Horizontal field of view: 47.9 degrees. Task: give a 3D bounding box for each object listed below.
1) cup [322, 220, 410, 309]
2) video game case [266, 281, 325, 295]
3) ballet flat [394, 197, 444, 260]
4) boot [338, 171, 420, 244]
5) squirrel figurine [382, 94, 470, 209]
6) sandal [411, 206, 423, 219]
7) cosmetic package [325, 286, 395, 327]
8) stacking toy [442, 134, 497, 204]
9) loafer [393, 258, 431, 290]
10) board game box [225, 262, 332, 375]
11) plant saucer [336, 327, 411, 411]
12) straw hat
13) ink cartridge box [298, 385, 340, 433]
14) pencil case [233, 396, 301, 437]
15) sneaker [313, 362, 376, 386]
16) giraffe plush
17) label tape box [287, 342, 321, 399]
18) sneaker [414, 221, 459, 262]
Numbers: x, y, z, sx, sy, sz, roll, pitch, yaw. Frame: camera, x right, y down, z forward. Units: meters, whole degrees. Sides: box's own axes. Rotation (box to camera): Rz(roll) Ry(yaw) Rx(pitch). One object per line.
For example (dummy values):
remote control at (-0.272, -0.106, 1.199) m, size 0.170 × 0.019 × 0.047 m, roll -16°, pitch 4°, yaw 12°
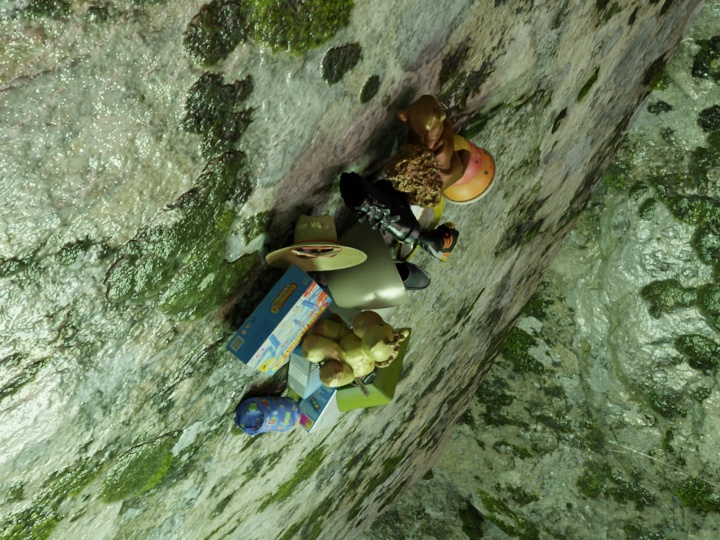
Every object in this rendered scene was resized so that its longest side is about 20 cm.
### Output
cup at (0.000, 0.000, 1.664) m, size 0.142 × 0.202 × 0.201 m, roll -23°, pitch 157°, yaw 2°
video game case at (-0.156, 0.088, 1.670) m, size 0.144 × 0.018 × 0.200 m, roll -57°, pitch 158°, yaw 12°
ballet flat at (0.136, -0.099, 1.913) m, size 0.201 × 0.066 × 0.067 m, roll -60°, pitch 175°, yaw 25°
boot at (0.023, -0.140, 1.558) m, size 0.162 × 0.199 × 0.073 m, roll 29°, pitch 112°, yaw -38°
squirrel figurine at (0.125, -0.230, 1.556) m, size 0.187 × 0.140 × 0.201 m, roll 79°, pitch 26°, yaw -54°
sandal at (0.090, -0.123, 1.767) m, size 0.059 × 0.079 × 0.208 m, roll -31°, pitch 149°, yaw -29°
cosmetic package at (0.005, 0.064, 1.851) m, size 0.073 × 0.103 × 0.200 m, roll -58°, pitch 160°, yaw 17°
stacking toy at (0.205, -0.248, 1.786) m, size 0.147 × 0.146 × 0.200 m, roll -52°, pitch 143°, yaw -1°
loafer at (0.095, 0.010, 1.893) m, size 0.199 × 0.070 × 0.069 m, roll 16°, pitch 90°, yaw -39°
board game box at (-0.151, 0.100, 1.567) m, size 0.201 × 0.056 × 0.196 m, roll -51°, pitch 165°, yaw -4°
plant saucer at (0.019, 0.229, 1.946) m, size 0.199 × 0.048 × 0.202 m, roll -21°, pitch -137°, yaw 48°
straw hat at (-0.082, -0.062, 1.487) m, size 0.201 × 0.199 × 0.086 m, roll 30°, pitch 55°, yaw -69°
ink cartridge box at (-0.077, 0.313, 2.106) m, size 0.201 × 0.076 × 0.136 m, roll -57°, pitch 159°, yaw 14°
pencil case at (-0.209, 0.333, 1.856) m, size 0.200 × 0.077 × 0.088 m, roll 19°, pitch 78°, yaw -68°
sneaker at (-0.049, 0.192, 1.812) m, size 0.071 × 0.098 × 0.200 m, roll -45°, pitch 137°, yaw 14°
giraffe plush at (0.004, 0.153, 1.664) m, size 0.162 × 0.200 × 0.173 m, roll -37°, pitch -162°, yaw 35°
label tape box at (-0.095, 0.186, 1.889) m, size 0.144 × 0.063 × 0.201 m, roll -38°, pitch 153°, yaw -36°
sneaker at (0.180, -0.080, 1.878) m, size 0.090 × 0.070 × 0.200 m, roll -55°, pitch 161°, yaw 5°
